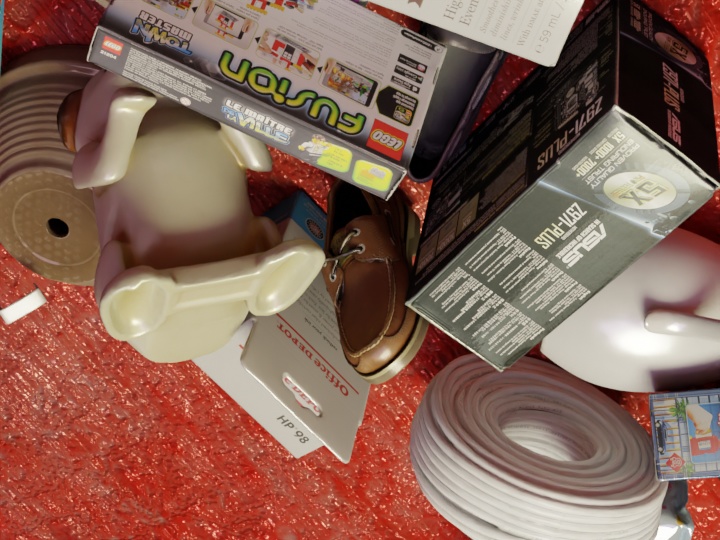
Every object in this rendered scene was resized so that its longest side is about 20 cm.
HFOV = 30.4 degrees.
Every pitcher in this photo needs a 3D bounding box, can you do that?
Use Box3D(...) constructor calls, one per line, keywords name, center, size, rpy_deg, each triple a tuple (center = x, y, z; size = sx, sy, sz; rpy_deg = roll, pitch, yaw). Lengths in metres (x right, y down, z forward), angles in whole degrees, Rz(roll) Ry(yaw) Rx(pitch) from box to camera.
Box3D(name="pitcher", center=(0.228, 0.031, 0.916), size=(0.199, 0.172, 0.122), rpy_deg=(6, 95, 6))

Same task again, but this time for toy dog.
Box3D(name="toy dog", center=(-0.121, -0.054, 0.870), size=(0.139, 0.201, 0.194), rpy_deg=(-14, 158, -13))

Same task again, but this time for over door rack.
Box3D(name="over door rack", center=(-0.335, -0.034, 0.987), size=(0.200, 0.067, 0.148), rpy_deg=(16, 142, 51))

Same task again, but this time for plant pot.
Box3D(name="plant pot", center=(-0.211, -0.058, 0.985), size=(0.200, 0.093, 0.201), rpy_deg=(6, 126, 8))

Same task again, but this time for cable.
Box3D(name="cable", center=(0.135, 0.140, 0.996), size=(0.199, 0.200, 0.069), rpy_deg=(19, 116, 4))

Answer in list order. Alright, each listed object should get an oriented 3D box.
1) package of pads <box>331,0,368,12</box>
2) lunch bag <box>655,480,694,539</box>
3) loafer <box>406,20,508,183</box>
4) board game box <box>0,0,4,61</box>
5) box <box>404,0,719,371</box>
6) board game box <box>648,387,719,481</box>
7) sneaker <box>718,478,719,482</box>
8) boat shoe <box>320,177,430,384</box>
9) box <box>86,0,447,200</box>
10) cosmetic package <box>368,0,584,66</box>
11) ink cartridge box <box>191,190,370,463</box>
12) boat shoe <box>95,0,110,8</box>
Box3D(name="package of pads", center=(-0.024, -0.271, 0.802), size=(0.154, 0.068, 0.200), rpy_deg=(26, 127, -9))
Box3D(name="lunch bag", center=(0.180, 0.246, 1.114), size=(0.169, 0.127, 0.201), rpy_deg=(3, 119, 6))
Box3D(name="loafer", center=(0.068, -0.146, 0.879), size=(0.072, 0.063, 0.200), rpy_deg=(16, 128, -1))
Box3D(name="board game box", center=(-0.313, -0.224, 0.891), size=(0.152, 0.045, 0.200), rpy_deg=(25, 128, 10))
Box3D(name="box", center=(0.131, -0.060, 0.868), size=(0.086, 0.164, 0.200), rpy_deg=(35, 125, -14))
Box3D(name="board game box", center=(0.316, 0.109, 0.943), size=(0.199, 0.200, 0.062), rpy_deg=(-6, 83, 17))
Box3D(name="sneaker", center=(0.375, 0.165, 1.027), size=(0.199, 0.099, 0.071), rpy_deg=(-5, 123, 14))
Box3D(name="boat shoe", center=(0.000, 0.000, 0.916), size=(0.072, 0.200, 0.068), rpy_deg=(-37, 116, 18))
Box3D(name="box", center=(-0.053, -0.133, 0.810), size=(0.200, 0.110, 0.035), rpy_deg=(25, 145, -8))
Box3D(name="cosmetic package", center=(0.037, -0.203, 0.752), size=(0.199, 0.074, 0.102), rpy_deg=(18, 131, -4))
Box3D(name="ink cartridge box", center=(-0.049, 0.049, 0.963), size=(0.067, 0.200, 0.116), rpy_deg=(-30, 115, 30))
Box3D(name="boat shoe", center=(-0.134, -0.202, 0.872), size=(0.199, 0.075, 0.068), rpy_deg=(22, 133, -4))
